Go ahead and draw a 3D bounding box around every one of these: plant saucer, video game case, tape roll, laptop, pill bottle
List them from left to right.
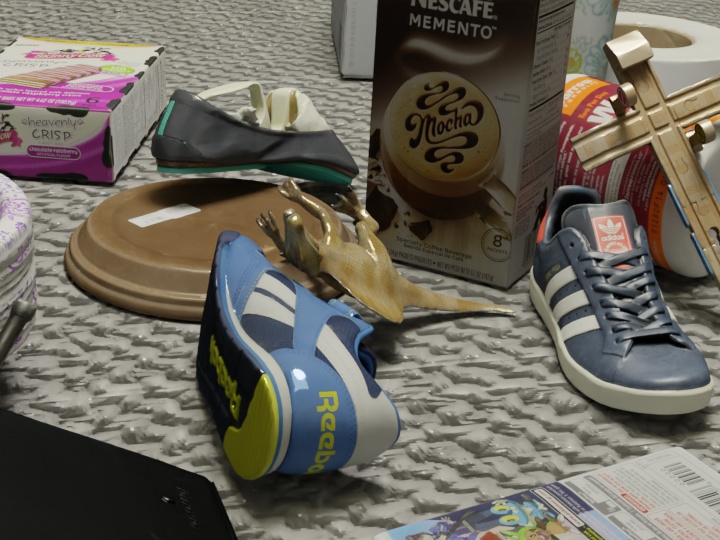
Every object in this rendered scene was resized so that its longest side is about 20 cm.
[{"bbox_3d":[-0.150,0.143,0.540,0.199,0.117,0.187,-31,29,-5],"label":"laptop"},{"bbox_3d":[-0.096,-0.021,0.905,0.197,0.030,0.201,2,24,-1],"label":"plant saucer"},{"bbox_3d":[0.175,-0.076,0.967,0.109,0.111,0.199,-18,31,-40],"label":"pill bottle"},{"bbox_3d":[0.260,-0.190,1.293,0.200,0.072,0.203,3,24,-1],"label":"tape roll"},{"bbox_3d":[0.129,0.146,0.557,0.180,0.023,0.200,-10,28,-29],"label":"video game case"}]

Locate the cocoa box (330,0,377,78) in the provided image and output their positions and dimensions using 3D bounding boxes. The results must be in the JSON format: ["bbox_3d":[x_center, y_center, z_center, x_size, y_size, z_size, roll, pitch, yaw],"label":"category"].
[{"bbox_3d":[0.041,-0.286,1.404,0.129,0.135,0.200,2,23,-5],"label":"cocoa box"}]

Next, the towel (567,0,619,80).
[{"bbox_3d":[0.153,-0.220,1.220,0.048,0.173,0.200,-9,25,-31],"label":"towel"}]

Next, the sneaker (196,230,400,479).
[{"bbox_3d":[-0.039,0.043,0.715,0.081,0.075,0.200,2,27,-18],"label":"sneaker"}]

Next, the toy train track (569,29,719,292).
[{"bbox_3d":[0.206,-0.058,0.845,0.114,0.202,0.033,-23,-8,-8],"label":"toy train track"}]

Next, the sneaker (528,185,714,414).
[{"bbox_3d":[0.147,0.009,0.795,0.074,0.086,0.200,-3,24,-14],"label":"sneaker"}]

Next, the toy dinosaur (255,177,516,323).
[{"bbox_3d":[0.000,0.000,0.812,0.199,0.058,0.101,20,23,-48],"label":"toy dinosaur"}]

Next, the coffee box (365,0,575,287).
[{"bbox_3d":[0.070,-0.105,0.902,0.112,0.202,0.080,14,25,25],"label":"coffee box"}]

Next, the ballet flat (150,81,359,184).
[{"bbox_3d":[-0.067,-0.099,0.978,0.073,0.074,0.199,22,14,37],"label":"ballet flat"}]

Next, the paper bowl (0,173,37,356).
[{"bbox_3d":[-0.266,0.017,0.694,0.198,0.106,0.201,3,23,-1],"label":"paper bowl"}]

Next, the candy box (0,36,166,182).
[{"bbox_3d":[-0.242,-0.135,1.109,0.134,0.062,0.200,4,23,2],"label":"candy box"}]

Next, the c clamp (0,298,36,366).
[{"bbox_3d":[-0.226,0.068,0.530,0.198,0.172,0.027,15,-19,37],"label":"c clamp"}]
